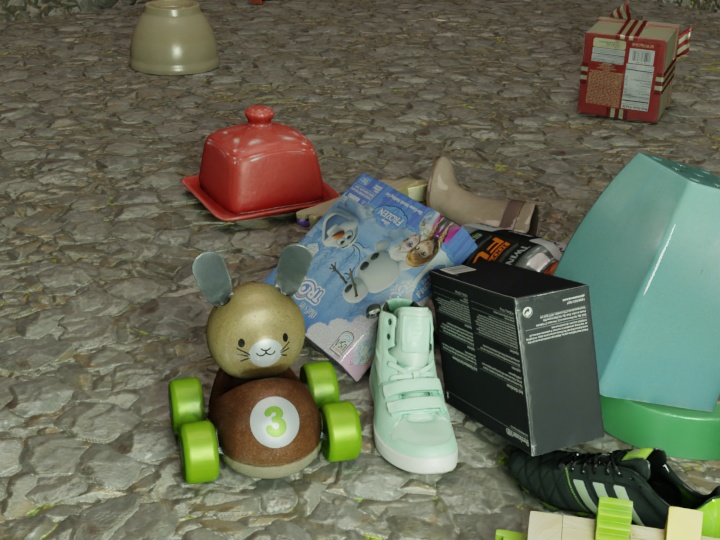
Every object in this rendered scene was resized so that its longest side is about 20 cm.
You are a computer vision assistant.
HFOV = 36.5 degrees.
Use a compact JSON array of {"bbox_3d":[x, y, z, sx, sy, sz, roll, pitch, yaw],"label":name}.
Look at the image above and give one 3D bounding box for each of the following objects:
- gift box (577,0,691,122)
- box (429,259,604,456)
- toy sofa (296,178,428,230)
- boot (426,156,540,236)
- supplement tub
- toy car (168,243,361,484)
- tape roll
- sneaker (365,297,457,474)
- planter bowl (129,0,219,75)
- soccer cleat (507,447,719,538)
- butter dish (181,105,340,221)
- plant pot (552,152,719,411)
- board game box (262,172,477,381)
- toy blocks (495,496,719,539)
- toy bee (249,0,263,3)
[{"bbox_3d":[0.531,-0.406,2.119,0.183,0.202,0.187,15,26,18],"label":"gift box"},{"bbox_3d":[0.141,0.074,1.028,0.078,0.143,0.200,-9,10,-17],"label":"box"},{"bbox_3d":[0.012,-0.059,1.448,0.097,0.084,0.199,5,21,41],"label":"toy sofa"},{"bbox_3d":[0.159,-0.069,1.411,0.145,0.070,0.202,-7,62,25],"label":"boot"},{"bbox_3d":[0.172,0.020,1.196,0.122,0.124,0.200,-12,16,-28],"label":"supplement tub"},{"bbox_3d":[-0.093,0.073,1.007,0.163,0.202,0.158,-6,25,-15],"label":"toy car"},{"bbox_3d":[0.325,0.118,1.117,0.198,0.049,0.201,1,24,0],"label":"tape roll"},{"bbox_3d":[0.047,0.102,1.051,0.073,0.119,0.201,-2,26,-12],"label":"sneaker"},{"bbox_3d":[-0.409,-0.517,2.388,0.198,0.136,0.201,1,23,0],"label":"planter bowl"},{"bbox_3d":[0.218,0.179,0.931,0.199,0.082,0.067,18,29,34],"label":"soccer cleat"},{"bbox_3d":[-0.148,-0.170,1.610,0.198,0.149,0.199,-10,27,-25],"label":"butter dish"},{"bbox_3d":[0.278,0.003,1.025,0.140,0.201,0.141,11,18,-26],"label":"plant pot"},{"bbox_3d":[0.000,0.000,1.233,0.199,0.043,0.200,-48,40,-7],"label":"board game box"},{"bbox_3d":[0.189,0.250,0.781,0.198,0.101,0.137,6,36,10],"label":"toy blocks"},{"bbox_3d":[-0.290,-0.835,3.135,0.130,0.110,0.200,-7,25,-13],"label":"toy bee"}]
